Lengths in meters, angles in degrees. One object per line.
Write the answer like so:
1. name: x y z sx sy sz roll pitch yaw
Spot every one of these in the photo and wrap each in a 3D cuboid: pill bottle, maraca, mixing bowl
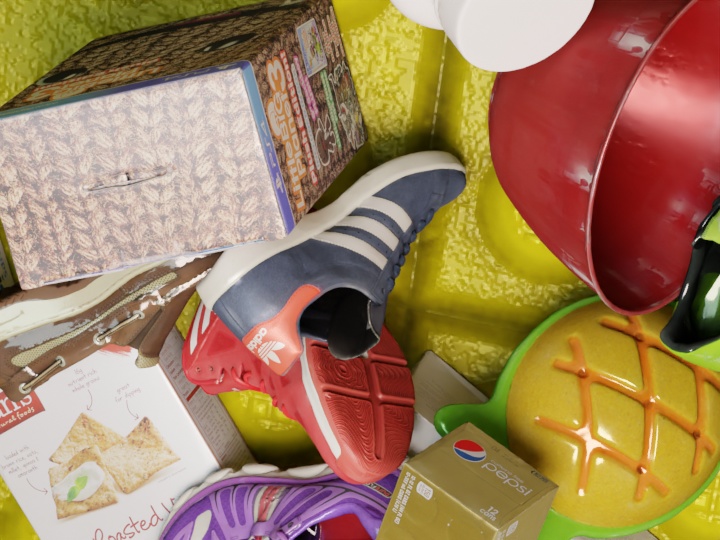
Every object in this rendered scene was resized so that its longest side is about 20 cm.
1. pill bottle: 0.045 -0.201 1.447 0.111 0.111 0.200 -50 49 22
2. maraca: 0.131 0.094 1.556 0.200 0.107 0.137 -31 86 -18
3. mixing bowl: 0.142 -0.088 1.490 0.108 0.200 0.201 27 114 30

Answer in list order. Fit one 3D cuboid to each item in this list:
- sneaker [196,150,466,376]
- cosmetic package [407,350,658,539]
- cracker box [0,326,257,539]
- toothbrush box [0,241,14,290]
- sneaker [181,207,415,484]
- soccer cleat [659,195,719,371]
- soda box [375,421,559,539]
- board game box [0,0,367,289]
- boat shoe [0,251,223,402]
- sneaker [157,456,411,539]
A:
1. sneaker: 0.000 0.000 1.537 0.085 0.200 0.075 53 143 10
2. cosmetic package: 0.095 0.141 1.618 0.200 0.083 0.051 40 112 -1
3. cracker box: -0.144 0.126 1.684 0.134 0.058 0.200 -28 99 19
4. toothbrush box: -0.307 0.044 1.621 0.146 0.200 0.086 -12 106 16
5. sneaker: -0.040 0.065 1.595 0.078 0.200 0.116 17 131 -34
6. soccer cleat: 0.228 -0.035 1.496 0.067 0.081 0.201 29 104 34
7. soda box: 0.039 0.187 1.508 0.068 0.064 0.200 34 127 22
8. board game box: -0.102 -0.078 1.530 0.159 0.200 0.097 -11 105 16
9. boat shoe: -0.133 0.020 1.592 0.202 0.075 0.075 -22 99 15
10. sneaker: -0.049 0.158 1.588 0.200 0.083 0.081 -20 105 34
